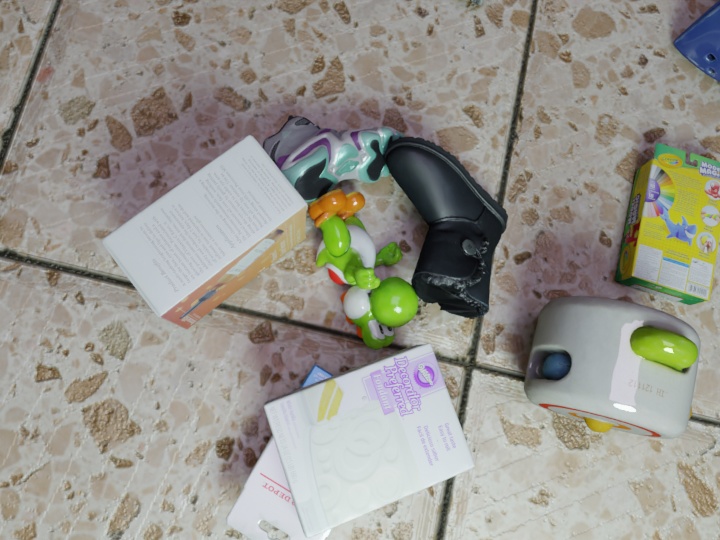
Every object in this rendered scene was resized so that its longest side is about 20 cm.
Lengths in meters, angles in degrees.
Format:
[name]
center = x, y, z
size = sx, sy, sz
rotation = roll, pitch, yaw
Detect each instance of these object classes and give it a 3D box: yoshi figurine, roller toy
[yoshi figurine]
center = 0.014, -0.006, 0.743
size = 0.111, 0.112, 0.202
rotation = -19, 85, -16
[roller toy]
center = 0.295, 0.123, 0.707
size = 0.181, 0.200, 0.141
rotation = 9, 75, 32

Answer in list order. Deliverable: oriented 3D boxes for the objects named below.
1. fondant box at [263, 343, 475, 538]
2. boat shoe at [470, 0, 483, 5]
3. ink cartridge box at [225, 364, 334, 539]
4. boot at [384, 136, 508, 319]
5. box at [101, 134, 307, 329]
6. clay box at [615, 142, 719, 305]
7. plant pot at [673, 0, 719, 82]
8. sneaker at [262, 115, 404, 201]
[fondant box]
center = 0.007, 0.182, 0.661
size = 0.198, 0.058, 0.146
rotation = -19, 83, -12
[boat shoe]
center = 0.196, -0.489, 0.869
size = 0.063, 0.071, 0.201
rotation = 28, 80, -1
[ink cartridge box]
center = -0.059, 0.229, 0.708
size = 0.115, 0.068, 0.201
rotation = 31, 77, 0
[boot]
center = 0.095, -0.052, 0.732
size = 0.199, 0.076, 0.169
rotation = 36, 52, -17
[box]
center = -0.172, -0.038, 0.706
size = 0.200, 0.152, 0.107
rotation = -39, 86, -10
[clay box]
center = 0.434, -0.066, 0.823
size = 0.114, 0.048, 0.202
rotation = 17, 77, -2
[plant pot]
center = 0.609, -0.347, 0.822
size = 0.199, 0.200, 0.180
rotation = -38, 90, -12
[sneaker]
center = -0.045, -0.171, 0.786
size = 0.199, 0.078, 0.140
rotation = -21, 48, -36
